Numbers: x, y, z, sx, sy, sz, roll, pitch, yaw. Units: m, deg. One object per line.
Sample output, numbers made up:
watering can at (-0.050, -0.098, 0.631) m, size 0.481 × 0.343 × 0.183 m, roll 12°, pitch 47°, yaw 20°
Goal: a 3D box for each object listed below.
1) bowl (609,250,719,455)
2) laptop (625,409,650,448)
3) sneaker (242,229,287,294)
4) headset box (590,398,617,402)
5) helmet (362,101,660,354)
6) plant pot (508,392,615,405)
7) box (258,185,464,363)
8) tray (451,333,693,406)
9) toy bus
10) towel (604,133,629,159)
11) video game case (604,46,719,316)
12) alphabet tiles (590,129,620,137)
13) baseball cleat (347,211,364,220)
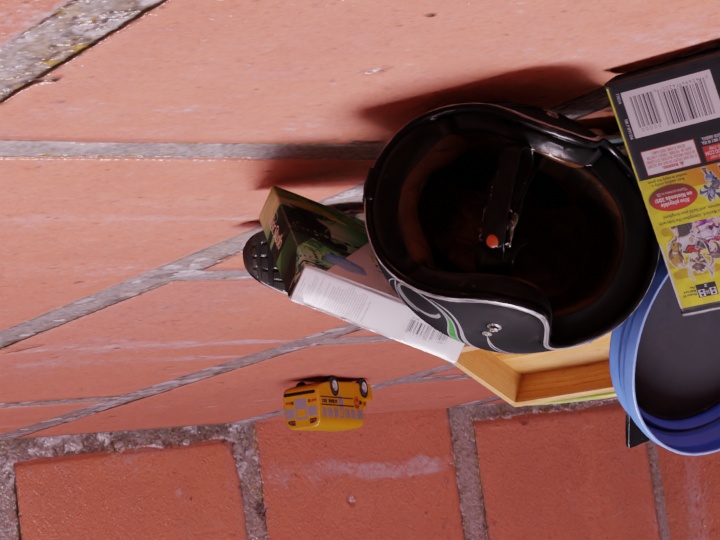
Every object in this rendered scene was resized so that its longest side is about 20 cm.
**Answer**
bowl at (0.274, 0.044, 1.638) m, size 0.200 × 0.201 × 0.039 m, roll -1°, pitch -159°, yaw -37°
laptop at (0.318, 0.050, 1.768) m, size 0.177 × 0.201 × 0.103 m, roll -17°, pitch -153°, yaw -33°
sneaker at (-0.028, -0.008, 1.969) m, size 0.199 × 0.076 × 0.087 m, roll -2°, pitch 176°, yaw -30°
headset box at (0.352, 0.079, 2.604) m, size 0.199 × 0.149 × 0.077 m, roll -3°, pitch 170°, yaw -34°
helmet at (0.112, -0.030, 1.555) m, size 0.199 × 0.201 × 0.191 m, roll -12°, pitch 163°, yaw 26°
plant pot at (0.220, 0.013, 1.920) m, size 0.199 × 0.191 × 0.200 m, roll -7°, pitch 172°, yaw -1°
box at (0.000, 0.000, 1.687) m, size 0.144 × 0.036 × 0.200 m, roll 21°, pitch -167°, yaw -17°
tray at (0.168, 0.063, 1.732) m, size 0.099 × 0.037 × 0.200 m, roll 35°, pitch 149°, yaw -31°
toy bus at (-0.048, 0.212, 3.351) m, size 0.065 × 0.079 × 0.200 m, roll -11°, pitch 170°, yaw 24°
towel at (0.157, -0.068, 1.737) m, size 0.199 × 0.048 × 0.171 m, roll -6°, pitch 172°, yaw -2°
video game case at (0.287, -0.072, 1.476) m, size 0.199 × 0.181 × 0.025 m, roll -13°, pitch -168°, yaw 33°
alphabet tiles at (0.160, -0.090, 1.778) m, size 0.199 × 0.015 × 0.196 m, roll -10°, pitch 168°, yaw 16°
baseball cleat at (0.049, -0.006, 1.925) m, size 0.199 × 0.107 × 0.070 m, roll 1°, pitch -177°, yaw -20°
